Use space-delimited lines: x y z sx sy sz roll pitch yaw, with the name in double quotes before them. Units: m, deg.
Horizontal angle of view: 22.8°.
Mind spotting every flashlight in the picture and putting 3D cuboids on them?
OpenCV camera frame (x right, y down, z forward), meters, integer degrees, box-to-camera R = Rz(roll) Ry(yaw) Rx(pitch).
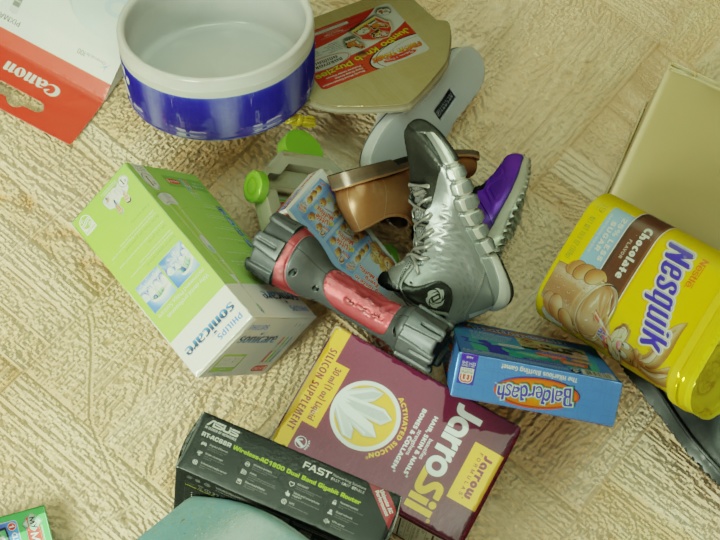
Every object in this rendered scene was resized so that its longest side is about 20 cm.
"flashlight" -0.008 0.020 1.644 0.199 0.068 0.068 30 26 14

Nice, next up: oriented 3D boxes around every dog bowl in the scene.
"dog bowl" -0.145 -0.223 1.813 0.199 0.079 0.201 -1 44 1

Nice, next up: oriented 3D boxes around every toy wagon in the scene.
"toy wagon" -0.046 -0.064 1.783 0.154 0.040 0.201 6 57 -38

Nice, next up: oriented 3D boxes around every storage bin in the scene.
"storage bin" 0.361 -0.081 1.844 0.198 0.094 0.201 25 63 5

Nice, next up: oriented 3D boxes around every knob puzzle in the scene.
"knob puzzle" 0.007 -0.213 1.868 0.218 0.031 0.220 -6 41 5

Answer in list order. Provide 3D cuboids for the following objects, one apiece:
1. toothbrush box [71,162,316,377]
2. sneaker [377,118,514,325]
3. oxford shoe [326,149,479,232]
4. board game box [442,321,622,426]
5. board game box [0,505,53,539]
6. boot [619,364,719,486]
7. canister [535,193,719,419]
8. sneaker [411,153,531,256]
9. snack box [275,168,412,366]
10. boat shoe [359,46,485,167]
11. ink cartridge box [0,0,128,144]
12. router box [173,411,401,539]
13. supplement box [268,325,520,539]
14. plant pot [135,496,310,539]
"toothbrush box" -0.157 0.000 1.699 0.086 0.145 0.200 -47 73 14
"sneaker" 0.059 -0.035 1.691 0.115 0.075 0.201 -26 98 -9
"oxford shoe" 0.048 -0.079 1.766 0.199 0.071 0.072 -18 94 -43
"board game box" 0.156 0.093 1.677 0.151 0.200 0.045 11 97 -1
"board game box" -0.323 0.322 1.591 0.134 0.029 0.201 -13 65 -14
"boot" 0.367 0.102 1.716 0.168 0.076 0.200 -45 66 17
"canister" 0.279 0.029 1.685 0.200 0.086 0.149 32 92 38
"sneaker" 0.105 -0.052 1.808 0.099 0.070 0.201 21 58 10
"snack box" 0.000 0.000 1.736 0.200 0.024 0.072 51 49 -14
"boat shoe" 0.051 -0.161 1.865 0.200 0.070 0.071 -54 124 -27
"ink cartridge box" -0.318 -0.248 1.869 0.159 0.047 0.201 28 61 7
"router box" -0.069 0.217 1.606 0.199 0.150 0.062 23 60 5
"supplement box" 0.030 0.163 1.663 0.199 0.103 0.131 28 73 7
"plant pot" -0.121 0.315 1.536 0.195 0.197 0.200 -38 57 -22
